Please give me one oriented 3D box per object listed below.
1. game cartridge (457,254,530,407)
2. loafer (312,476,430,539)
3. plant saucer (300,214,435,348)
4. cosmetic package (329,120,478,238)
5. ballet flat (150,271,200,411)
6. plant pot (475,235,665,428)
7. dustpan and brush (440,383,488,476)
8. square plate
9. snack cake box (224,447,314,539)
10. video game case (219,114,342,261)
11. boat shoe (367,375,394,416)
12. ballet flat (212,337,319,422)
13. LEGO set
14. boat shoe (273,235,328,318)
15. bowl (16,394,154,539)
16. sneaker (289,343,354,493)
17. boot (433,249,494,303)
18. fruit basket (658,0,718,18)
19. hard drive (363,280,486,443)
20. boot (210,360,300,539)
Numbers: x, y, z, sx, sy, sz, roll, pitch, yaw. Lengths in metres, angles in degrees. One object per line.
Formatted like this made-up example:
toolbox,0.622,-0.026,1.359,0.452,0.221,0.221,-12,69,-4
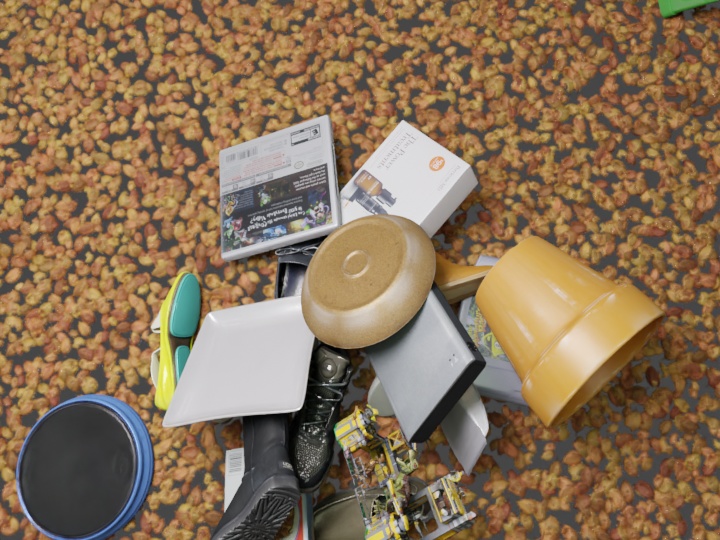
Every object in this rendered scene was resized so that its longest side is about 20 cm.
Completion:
game cartridge,0.206,0.085,0.893,0.128,0.041,0.207,9,78,9
loafer,0.006,0.334,0.828,0.194,0.070,0.077,-21,77,-2
plant saucer,0.000,0.000,0.783,0.194,0.036,0.205,-16,51,20
cosmetic package,0.050,-0.099,0.877,0.201,0.052,0.150,-49,56,-1
ballet flat,-0.279,0.105,0.897,0.065,0.066,0.208,-6,78,23
plant pot,0.253,0.064,0.792,0.198,0.201,0.184,-38,62,-6
dustpan and brush,0.128,0.162,0.845,0.056,0.141,0.203,-21,59,-17
square plate,-0.145,0.119,0.805,0.191,0.029,0.203,-10,39,16
snack cake box,-0.117,0.335,0.793,0.111,0.068,0.204,-8,50,0
video game case,-0.126,-0.124,0.919,0.194,0.023,0.188,-13,68,17
boat shoe,0.070,0.118,0.853,0.068,0.072,0.204,21,118,-16
ballet flat,-0.145,0.154,0.876,0.197,0.070,0.071,-32,78,-5
LEGO set,0.061,0.248,0.746,0.114,0.154,0.203,-32,43,12
boat shoe,-0.090,-0.015,0.913,0.072,0.062,0.207,7,77,6
bowl,-0.398,0.284,0.872,0.193,0.039,0.208,-1,78,3
sneaker,-0.057,0.180,0.803,0.074,0.116,0.203,13,50,7
boot,0.093,-0.022,0.888,0.195,0.071,0.148,-18,65,6
fruit basket,0.525,-0.537,0.981,0.211,0.156,0.220,-24,39,21
hard drive,0.065,0.089,0.769,0.141,0.032,0.202,-57,39,26
boot,-0.140,0.240,0.775,0.165,0.065,0.202,-48,34,19
